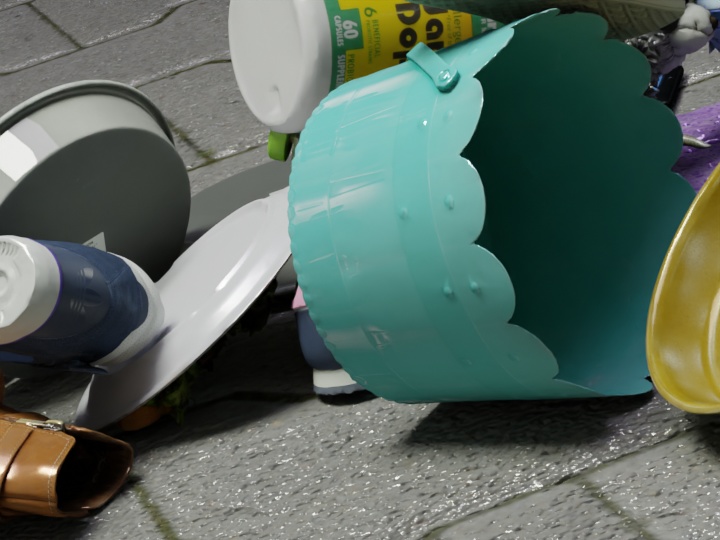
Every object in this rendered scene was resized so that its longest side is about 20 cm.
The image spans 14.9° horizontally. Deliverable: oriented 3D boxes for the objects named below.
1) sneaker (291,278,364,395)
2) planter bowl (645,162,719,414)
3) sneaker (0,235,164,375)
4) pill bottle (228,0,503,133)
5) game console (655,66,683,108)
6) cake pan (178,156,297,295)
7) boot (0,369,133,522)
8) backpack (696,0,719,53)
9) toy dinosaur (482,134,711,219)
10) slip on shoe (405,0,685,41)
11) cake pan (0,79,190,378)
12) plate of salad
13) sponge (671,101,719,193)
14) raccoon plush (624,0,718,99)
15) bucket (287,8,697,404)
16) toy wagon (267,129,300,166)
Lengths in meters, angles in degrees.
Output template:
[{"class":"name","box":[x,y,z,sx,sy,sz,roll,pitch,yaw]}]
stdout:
[{"class":"sneaker","box":[0.000,0.000,1.582,0.070,0.082,0.200,-14,17,7]},{"class":"planter bowl","box":[0.232,0.000,1.308,0.200,0.083,0.201,-45,24,27]},{"class":"sneaker","box":[-0.207,0.022,1.549,0.200,0.081,0.146,-2,-11,33]},{"class":"pill bottle","box":[0.031,-0.148,1.674,0.200,0.113,0.113,-9,12,-27]},{"class":"game console","box":[0.113,-0.139,1.868,0.118,0.171,0.200,-39,8,22]},{"class":"cake pan","box":[-0.038,-0.035,1.776,0.200,0.037,0.200,-15,18,5]},{"class":"boot","box":[-0.196,0.090,1.507,0.155,0.077,0.200,-2,11,19]},{"class":"backpack","box":[0.280,-0.176,1.685,0.163,0.200,0.154,9,58,37]},{"class":"toy dinosaur","box":[0.097,-0.041,1.556,0.200,0.077,0.102,-4,-20,27]},{"class":"slip on shoe","box":[0.087,-0.159,1.414,0.200,0.061,0.074,12,-21,-32]},{"class":"cake pan","box":[-0.178,-0.018,1.652,0.200,0.201,0.037,-28,49,-33]},{"class":"plate of salad","box":[-0.087,0.025,1.591,0.200,0.048,0.200,-42,13,12]},{"class":"sponge","box":[0.212,-0.061,1.667,0.111,0.030,0.200,-15,18,4]},{"class":"raccoon plush","box":[0.108,-0.130,1.616,0.200,0.134,0.097,4,-20,-4]},{"class":"bucket","box":[0.069,-0.026,1.418,0.135,0.208,0.207,-9,18,38]},{"class":"toy wagon","box":[0.022,-0.070,1.690,0.155,0.040,0.200,13,31,7]}]
